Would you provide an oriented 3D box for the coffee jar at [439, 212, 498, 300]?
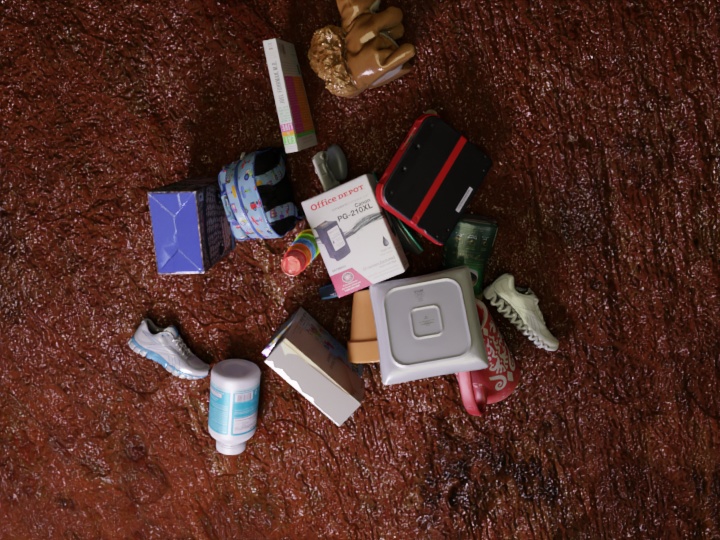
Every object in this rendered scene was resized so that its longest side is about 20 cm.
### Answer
[{"bbox_3d":[0.211,-0.013,1.245,0.103,0.085,0.202,9,106,-3],"label":"coffee jar"}]

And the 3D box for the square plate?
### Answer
[{"bbox_3d":[0.122,0.098,1.134,0.198,0.028,0.200,-11,70,8],"label":"square plate"}]

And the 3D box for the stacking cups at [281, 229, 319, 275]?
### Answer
[{"bbox_3d":[-0.119,-0.030,1.220,0.060,0.200,0.061,2,108,5],"label":"stacking cups"}]

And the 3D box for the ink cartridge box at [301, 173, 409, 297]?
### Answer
[{"bbox_3d":[-0.009,-0.070,1.189,0.144,0.084,0.202,-22,93,13],"label":"ink cartridge box"}]

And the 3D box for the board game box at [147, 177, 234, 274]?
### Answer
[{"bbox_3d":[-0.334,-0.096,1.227,0.096,0.200,0.161,0,106,6],"label":"board game box"}]

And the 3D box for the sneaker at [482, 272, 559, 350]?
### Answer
[{"bbox_3d":[0.348,0.088,1.268,0.200,0.075,0.081,42,97,-6],"label":"sneaker"}]

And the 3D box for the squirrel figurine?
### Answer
[{"bbox_3d":[-0.013,-0.434,1.132,0.199,0.142,0.188,-26,95,10],"label":"squirrel figurine"}]

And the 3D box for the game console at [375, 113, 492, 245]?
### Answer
[{"bbox_3d":[0.139,-0.175,1.153,0.176,0.031,0.201,32,88,-22],"label":"game console"}]

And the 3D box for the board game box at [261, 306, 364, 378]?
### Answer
[{"bbox_3d":[-0.101,0.196,1.331,0.200,0.105,0.103,44,106,-6],"label":"board game box"}]

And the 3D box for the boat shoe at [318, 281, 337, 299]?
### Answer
[{"bbox_3d":[0.000,0.000,1.288,0.198,0.084,0.069,-23,95,-4],"label":"boat shoe"}]

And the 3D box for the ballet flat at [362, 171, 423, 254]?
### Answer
[{"bbox_3d":[0.051,-0.105,1.248,0.073,0.073,0.201,-32,93,14],"label":"ballet flat"}]

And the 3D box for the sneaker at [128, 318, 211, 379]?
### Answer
[{"bbox_3d":[-0.426,0.175,1.383,0.199,0.075,0.087,27,101,-2],"label":"sneaker"}]

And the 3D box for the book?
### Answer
[{"bbox_3d":[-0.136,-0.335,1.172,0.048,0.134,0.202,-8,104,9],"label":"book"}]

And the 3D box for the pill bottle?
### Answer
[{"bbox_3d":[-0.288,0.312,1.382,0.110,0.111,0.202,9,106,4],"label":"pill bottle"}]

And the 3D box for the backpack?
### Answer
[{"bbox_3d":[-0.205,-0.143,1.199,0.133,0.200,0.184,-13,105,10],"label":"backpack"}]

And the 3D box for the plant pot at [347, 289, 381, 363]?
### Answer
[{"bbox_3d":[0.063,0.103,1.252,0.198,0.200,0.142,-9,87,9],"label":"plant pot"}]

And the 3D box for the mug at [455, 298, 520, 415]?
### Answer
[{"bbox_3d":[0.237,0.171,1.208,0.132,0.178,0.201,-25,129,8],"label":"mug"}]

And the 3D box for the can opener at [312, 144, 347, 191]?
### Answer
[{"bbox_3d":[-0.043,-0.153,1.247,0.066,0.053,0.202,-4,111,44],"label":"can opener"}]

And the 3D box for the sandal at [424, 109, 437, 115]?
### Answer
[{"bbox_3d":[0.150,-0.210,1.218,0.069,0.078,0.214,-2,106,-27],"label":"sandal"}]

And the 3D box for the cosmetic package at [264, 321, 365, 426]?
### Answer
[{"bbox_3d":[-0.089,0.206,1.224,0.200,0.104,0.073,41,105,-6],"label":"cosmetic package"}]
